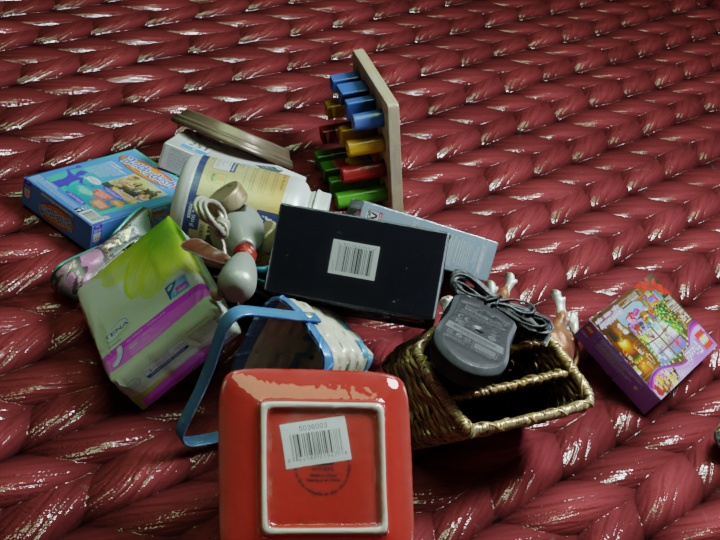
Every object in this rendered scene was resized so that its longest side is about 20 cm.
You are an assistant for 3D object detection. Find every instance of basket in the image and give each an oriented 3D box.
[{"bbox_3d":[0.146,0.117,1.475,0.199,0.149,0.144,-7,80,-30],"label":"basket"},{"bbox_3d":[-0.095,0.114,1.406,0.199,0.177,0.139,3,34,-39],"label":"basket"}]

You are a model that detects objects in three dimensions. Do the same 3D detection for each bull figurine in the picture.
[{"bbox_3d":[0.199,0.069,1.691,0.199,0.065,0.122,25,56,0],"label":"bull figurine"}]

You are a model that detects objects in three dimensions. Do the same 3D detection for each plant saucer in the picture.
[{"bbox_3d":[-0.191,-0.202,1.943,0.199,0.030,0.200,22,4,-1],"label":"plant saucer"}]

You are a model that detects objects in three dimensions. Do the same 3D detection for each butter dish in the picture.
[{"bbox_3d":[-0.057,0.209,1.311,0.199,0.148,0.201,3,76,-17],"label":"butter dish"}]

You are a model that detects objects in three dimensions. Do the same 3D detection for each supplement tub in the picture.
[{"bbox_3d":[-0.148,-0.066,1.711,0.199,0.145,0.145,13,30,0],"label":"supplement tub"}]

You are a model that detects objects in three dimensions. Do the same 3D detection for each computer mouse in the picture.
[{"bbox_3d":[0.131,0.080,1.428,0.138,0.053,0.200,30,30,8],"label":"computer mouse"}]

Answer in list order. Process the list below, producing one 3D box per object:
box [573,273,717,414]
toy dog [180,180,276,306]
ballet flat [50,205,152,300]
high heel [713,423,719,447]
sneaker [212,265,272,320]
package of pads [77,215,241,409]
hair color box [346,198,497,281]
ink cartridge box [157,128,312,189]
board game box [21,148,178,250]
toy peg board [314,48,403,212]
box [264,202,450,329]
[{"bbox_3d":[0.386,0.094,1.717,0.137,0.039,0.200,49,40,10],"label":"box"},{"bbox_3d":[-0.159,-0.021,1.473,0.132,0.096,0.200,57,17,-4],"label":"toy dog"},{"bbox_3d":[-0.315,-0.013,1.647,0.071,0.069,0.200,38,39,6],"label":"ballet flat"},{"bbox_3d":[0.538,0.228,1.564,0.142,0.072,0.200,-5,19,-40],"label":"high heel"},{"bbox_3d":[-0.174,0.025,1.612,0.199,0.082,0.073,-9,39,-31],"label":"sneaker"},{"bbox_3d":[-0.241,0.050,1.490,0.154,0.068,0.200,-38,42,3],"label":"package of pads"},{"bbox_3d":[0.080,-0.043,1.785,0.199,0.061,0.099,16,1,-13],"label":"hair color box"},{"bbox_3d":[-0.177,-0.155,1.902,0.199,0.045,0.176,23,22,6],"label":"ink cartridge box"},{"bbox_3d":[-0.346,-0.101,1.787,0.152,0.045,0.199,33,35,30],"label":"board game box"},{"bbox_3d":[-0.011,-0.202,1.957,0.097,0.200,0.200,-12,36,-11],"label":"toy peg board"},{"bbox_3d":[0.000,0.000,1.519,0.199,0.105,0.182,10,-5,4],"label":"box"}]
